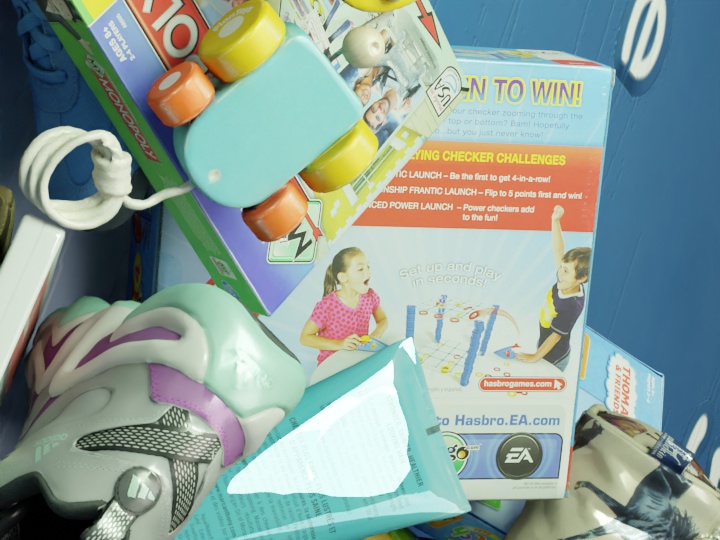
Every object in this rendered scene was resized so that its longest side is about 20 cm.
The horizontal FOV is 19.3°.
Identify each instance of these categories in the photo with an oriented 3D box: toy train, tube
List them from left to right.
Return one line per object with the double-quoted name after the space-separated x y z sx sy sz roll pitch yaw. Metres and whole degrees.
-0.048 -0.111 0.722 0.150 0.056 0.200 8 109 -19 "toy train"
-0.056 0.096 0.871 0.200 0.050 0.078 -19 93 -15 "tube"

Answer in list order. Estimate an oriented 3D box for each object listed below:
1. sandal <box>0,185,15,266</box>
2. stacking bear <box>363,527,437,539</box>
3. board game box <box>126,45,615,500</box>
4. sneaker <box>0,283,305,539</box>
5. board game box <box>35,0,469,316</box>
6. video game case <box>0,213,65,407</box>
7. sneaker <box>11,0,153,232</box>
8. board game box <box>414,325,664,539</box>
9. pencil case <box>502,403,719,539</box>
-0.179 0.052 0.739 0.082 0.054 0.200 131 -18 -72 "sandal"
-0.020 0.158 0.997 0.122 0.114 0.200 -53 149 0 "stacking bear"
0.000 0.000 0.921 0.199 0.056 0.196 2 102 -18 "board game box"
-0.112 0.078 0.771 0.078 0.200 0.140 44 66 -9 "sneaker"
-0.043 -0.099 0.785 0.135 0.029 0.200 -50 132 -23 "board game box"
-0.156 0.087 0.758 0.143 0.017 0.200 133 -21 -73 "video game case"
-0.111 -0.113 0.781 0.078 0.066 0.201 -6 108 -44 "sneaker"
0.073 0.076 1.072 0.200 0.037 0.152 32 48 -28 "board game box"
0.094 0.164 0.976 0.200 0.089 0.078 -59 143 -3 "pencil case"
